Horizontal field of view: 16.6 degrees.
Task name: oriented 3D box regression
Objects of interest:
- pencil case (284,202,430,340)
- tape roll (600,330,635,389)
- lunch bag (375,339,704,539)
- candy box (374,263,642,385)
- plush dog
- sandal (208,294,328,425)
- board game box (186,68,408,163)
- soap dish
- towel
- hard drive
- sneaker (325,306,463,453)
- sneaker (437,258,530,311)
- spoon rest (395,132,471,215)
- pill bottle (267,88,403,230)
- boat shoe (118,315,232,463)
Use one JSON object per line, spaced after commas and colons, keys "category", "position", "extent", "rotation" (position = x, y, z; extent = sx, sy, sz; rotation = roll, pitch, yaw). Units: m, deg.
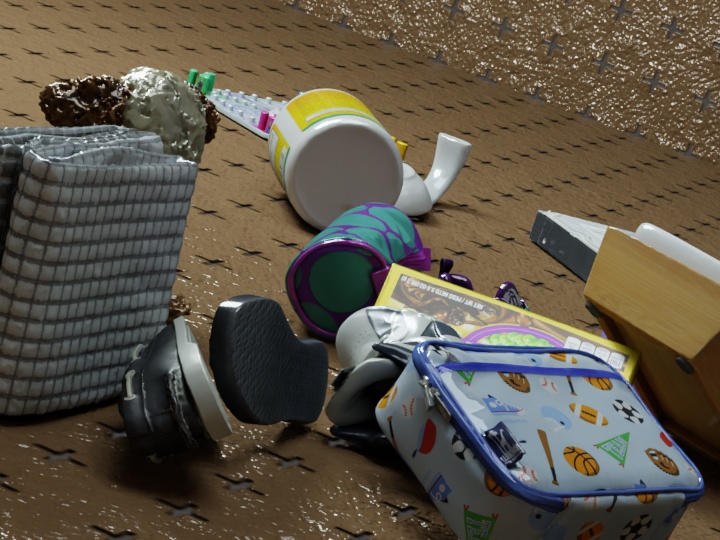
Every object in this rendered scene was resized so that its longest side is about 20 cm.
{"category": "pencil case", "position": [0.000, 0.000, 1.975], "extent": [0.092, 0.086, 0.200], "rotation": [3, 11, 8]}
{"category": "tape roll", "position": [0.302, 0.073, 2.100], "extent": [0.199, 0.086, 0.200], "rotation": [17, 12, -4]}
{"category": "lunch bag", "position": [0.110, 0.109, 1.564], "extent": [0.199, 0.076, 0.161], "rotation": [7, 37, -42]}
{"category": "candy box", "position": [0.099, 0.070, 1.815], "extent": [0.199, 0.026, 0.103], "rotation": [19, 56, 7]}
{"category": "plush dog", "position": [-0.171, -0.065, 1.797], "extent": [0.160, 0.173, 0.200], "rotation": [24, 13, 26]}
{"category": "sandal", "position": [-0.066, 0.065, 1.582], "extent": [0.043, 0.077, 0.200], "rotation": [7, -12, 15]}
{"category": "board game box", "position": [-0.074, -0.174, 2.790], "extent": [0.199, 0.026, 0.200], "rotation": [9, 15, -37]}
{"category": "soap dish", "position": [0.260, 0.069, 1.869], "extent": [0.157, 0.081, 0.200], "rotation": [33, -18, 47]}
{"category": "towel", "position": [-0.187, -0.006, 1.538], "extent": [0.085, 0.167, 0.200], "rotation": [16, 10, 20]}
{"category": "hard drive", "position": [0.272, -0.006, 2.523], "extent": [0.139, 0.038, 0.200], "rotation": [14, 12, -23]}
{"category": "sneaker", "position": [0.015, 0.071, 1.686], "extent": [0.129, 0.080, 0.199], "rotation": [19, 19, -41]}
{"category": "sneaker", "position": [0.119, 0.061, 1.867], "extent": [0.199, 0.088, 0.074], "rotation": [26, 14, 33]}
{"category": "spoon rest", "position": [0.049, -0.089, 2.551], "extent": [0.099, 0.061, 0.200], "rotation": [22, 26, 25]}
{"category": "pill bottle", "position": [-0.029, -0.111, 2.362], "extent": [0.112, 0.114, 0.200], "rotation": [15, 12, -14]}
{"category": "boat shoe", "position": [-0.119, 0.077, 1.511], "extent": [0.060, 0.074, 0.200], "rotation": [-22, 11, -5]}
